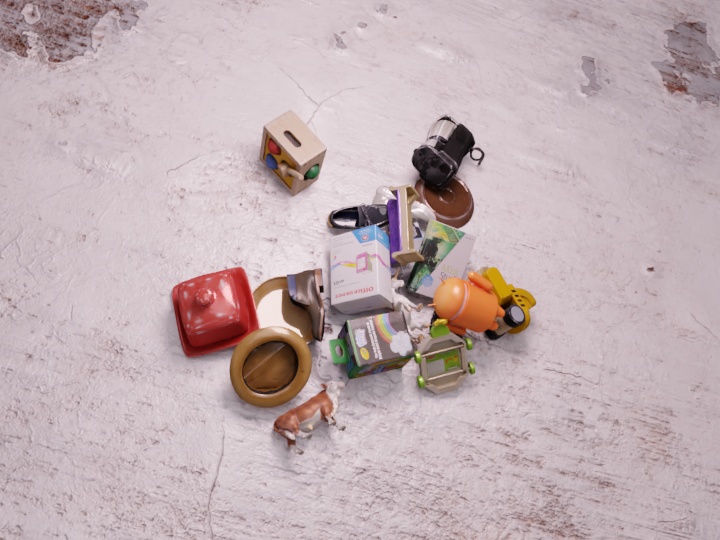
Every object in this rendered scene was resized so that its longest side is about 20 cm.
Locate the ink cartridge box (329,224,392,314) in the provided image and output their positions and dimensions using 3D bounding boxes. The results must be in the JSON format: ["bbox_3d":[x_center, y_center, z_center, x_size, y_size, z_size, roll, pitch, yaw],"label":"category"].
[{"bbox_3d":[0.000,0.000,1.605,0.143,0.085,0.203,-14,64,24],"label":"ink cartridge box"}]

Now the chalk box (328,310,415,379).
[{"bbox_3d":[0.017,0.192,1.535,0.197,0.124,0.126,-8,68,-17],"label":"chalk box"}]

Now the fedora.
[{"bbox_3d":[-0.217,0.228,1.466,0.198,0.082,0.204,0,89,-12],"label":"fedora"}]

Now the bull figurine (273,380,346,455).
[{"bbox_3d":[-0.108,0.346,1.453,0.199,0.066,0.121,-29,42,-17],"label":"bull figurine"}]

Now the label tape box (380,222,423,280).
[{"bbox_3d":[0.086,-0.044,1.694,0.198,0.066,0.145,-10,69,-20],"label":"label tape box"}]

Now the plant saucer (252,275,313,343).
[{"bbox_3d":[-0.194,0.112,1.566,0.197,0.036,0.203,6,65,-12],"label":"plant saucer"}]

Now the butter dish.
[{"bbox_3d":[-0.360,0.081,1.461,0.197,0.148,0.202,-16,70,-5],"label":"butter dish"}]

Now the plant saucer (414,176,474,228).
[{"bbox_3d":[0.256,-0.220,1.839,0.197,0.035,0.203,5,65,-11],"label":"plant saucer"}]

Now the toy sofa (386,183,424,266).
[{"bbox_3d":[0.107,-0.120,1.620,0.096,0.083,0.203,-9,72,21],"label":"toy sofa"}]

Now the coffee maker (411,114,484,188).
[{"bbox_3d":[0.265,-0.345,1.810,0.190,0.136,0.201,21,46,10],"label":"coffee maker"}]

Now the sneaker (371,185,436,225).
[{"bbox_3d":[0.120,-0.160,1.762,0.198,0.076,0.093,25,70,6],"label":"sneaker"}]

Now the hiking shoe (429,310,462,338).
[{"bbox_3d":[0.237,0.169,1.633,0.100,0.076,0.202,24,76,-12],"label":"hiking shoe"}]

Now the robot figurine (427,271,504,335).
[{"bbox_3d":[0.271,0.086,1.561,0.198,0.144,0.118,21,53,-19],"label":"robot figurine"}]

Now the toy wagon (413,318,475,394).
[{"bbox_3d":[0.211,0.214,1.556,0.153,0.040,0.203,-13,106,-11],"label":"toy wagon"}]

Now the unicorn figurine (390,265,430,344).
[{"bbox_3d":[0.117,0.102,1.588,0.073,0.137,0.203,-11,104,-29],"label":"unicorn figurine"}]

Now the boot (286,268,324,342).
[{"bbox_3d":[-0.139,0.089,1.540,0.095,0.075,0.202,-2,59,-3],"label":"boot"}]

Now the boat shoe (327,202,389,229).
[{"bbox_3d":[0.006,-0.149,1.700,0.197,0.062,0.076,-4,88,-3],"label":"boat shoe"}]

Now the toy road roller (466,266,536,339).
[{"bbox_3d":[0.394,0.082,1.688,0.145,0.123,0.201,-21,74,-36],"label":"toy road roller"}]

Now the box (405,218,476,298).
[{"bbox_3d":[0.221,-0.022,1.661,0.143,0.036,0.202,17,94,-23],"label":"box"}]

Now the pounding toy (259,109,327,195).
[{"bbox_3d":[-0.188,-0.306,1.679,0.142,0.184,0.200,-38,79,-26],"label":"pounding toy"}]
